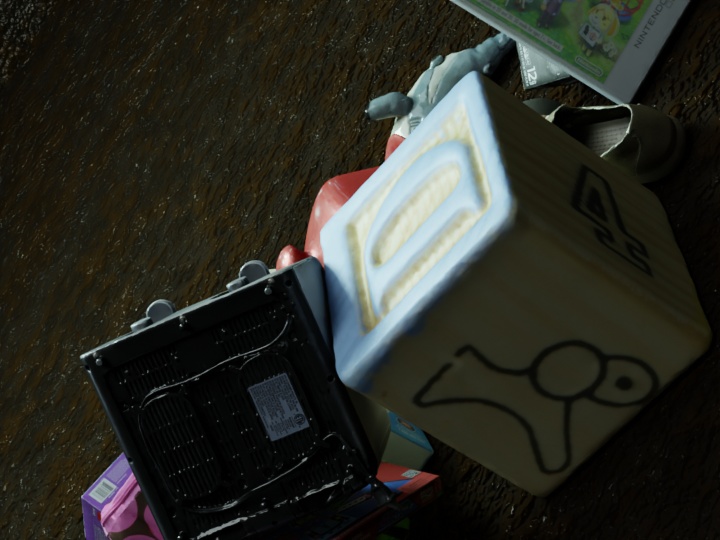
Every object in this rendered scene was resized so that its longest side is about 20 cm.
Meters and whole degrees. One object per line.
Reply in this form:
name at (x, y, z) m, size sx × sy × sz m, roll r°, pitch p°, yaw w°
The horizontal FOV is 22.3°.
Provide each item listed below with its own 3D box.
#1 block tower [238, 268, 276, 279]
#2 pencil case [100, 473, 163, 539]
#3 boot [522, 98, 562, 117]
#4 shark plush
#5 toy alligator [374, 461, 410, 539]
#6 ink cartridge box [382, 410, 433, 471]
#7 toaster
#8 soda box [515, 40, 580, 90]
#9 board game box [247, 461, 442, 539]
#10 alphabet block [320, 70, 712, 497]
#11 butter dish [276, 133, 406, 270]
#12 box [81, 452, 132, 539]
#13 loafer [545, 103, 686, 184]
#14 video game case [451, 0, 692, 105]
block tower at (-0.112, 0.095, 1.641) m, size 0.054 × 0.058 × 0.201 m, roll -5°, pitch 50°, yaw 40°
pencil case at (-0.145, 0.167, 1.518) m, size 0.200 × 0.093 × 0.091 m, roll -55°, pitch 48°, yaw 32°
boot at (0.099, -0.050, 1.587) m, size 0.200 × 0.077 × 0.139 m, roll -35°, pitch 39°, yaw 43°
shark plush at (0.100, -0.160, 1.753) m, size 0.200 × 0.091 × 0.083 m, roll -40°, pitch 45°, yaw -7°
toy alligator at (-0.008, 0.252, 1.473) m, size 0.054 × 0.059 × 0.201 m, roll 24°, pitch 81°, yaw 23°
ink cartridge box at (-0.025, 0.110, 1.580) m, size 0.068 × 0.115 × 0.200 m, roll -54°, pitch 25°, yaw 12°
toaster at (-0.082, 0.104, 1.366) m, size 0.180 × 0.201 × 0.119 m, roll -23°, pitch 7°, yaw 14°
soda box at (0.166, -0.262, 1.578) m, size 0.071 × 0.063 × 0.202 m, roll -10°, pitch 91°, yaw 58°
board game box at (-0.041, 0.196, 1.392) m, size 0.102 × 0.020 × 0.199 m, roll 7°, pitch 26°, yaw 45°
alphabet block at (0.109, 0.011, 1.350) m, size 0.195 × 0.199 × 0.197 m, roll -44°, pitch 29°, yaw 25°
butter dish at (0.000, 0.000, 1.557) m, size 0.199 × 0.147 × 0.202 m, roll -134°, pitch 46°, yaw -62°
box at (-0.179, 0.188, 1.703) m, size 0.200 × 0.039 × 0.137 m, roll -47°, pitch -21°, yaw -32°
loafer at (0.161, -0.096, 1.466) m, size 0.199 × 0.067 × 0.077 m, roll -17°, pitch 53°, yaw 31°
video game case at (0.185, -0.265, 1.524) m, size 0.183 × 0.199 × 0.022 m, roll -59°, pitch 0°, yaw -1°
